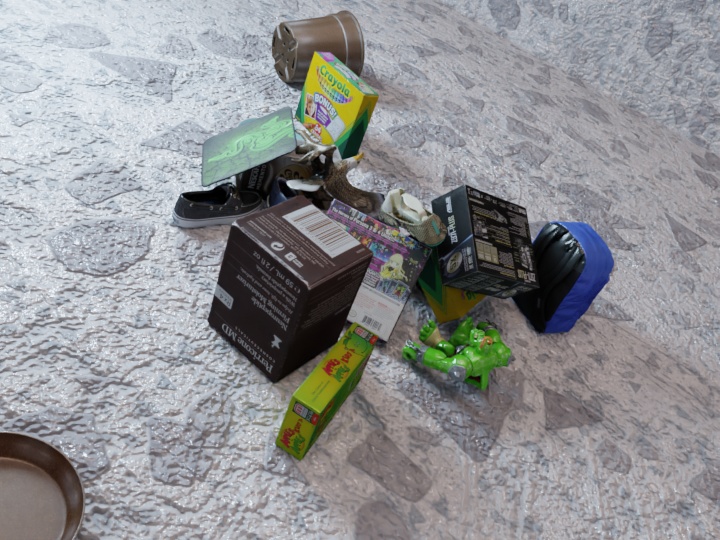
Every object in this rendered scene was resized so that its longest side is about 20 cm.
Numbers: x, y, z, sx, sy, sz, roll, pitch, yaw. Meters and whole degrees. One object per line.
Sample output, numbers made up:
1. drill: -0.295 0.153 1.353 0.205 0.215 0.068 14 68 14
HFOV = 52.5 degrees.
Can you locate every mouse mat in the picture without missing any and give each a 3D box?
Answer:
1. mouse mat: -0.217 -0.240 1.403 0.197 0.008 0.162 -20 43 6

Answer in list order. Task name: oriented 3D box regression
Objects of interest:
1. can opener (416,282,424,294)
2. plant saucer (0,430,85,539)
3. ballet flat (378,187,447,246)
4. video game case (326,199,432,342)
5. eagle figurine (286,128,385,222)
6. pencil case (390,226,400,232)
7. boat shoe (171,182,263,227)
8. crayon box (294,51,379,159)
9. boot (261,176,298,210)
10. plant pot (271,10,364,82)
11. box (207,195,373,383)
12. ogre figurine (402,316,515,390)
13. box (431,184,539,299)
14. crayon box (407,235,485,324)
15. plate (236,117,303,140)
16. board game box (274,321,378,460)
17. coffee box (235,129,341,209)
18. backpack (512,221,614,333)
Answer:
1. can opener: 0.115 -0.027 1.475 0.062 0.080 0.201 -13 28 16
2. plant saucer: -0.406 0.266 0.798 0.197 0.035 0.202 16 37 -12
3. ballet flat: 0.084 -0.106 1.300 0.067 0.076 0.200 -33 31 -13
4. video game case: 0.000 0.000 1.281 0.197 0.184 0.036 26 -9 5
5. eagle figurine: -0.043 -0.165 1.394 0.148 0.201 0.153 -15 44 14
6. pencil case: 0.009 -0.043 1.399 0.087 0.088 0.200 30 36 10
7. boat shoe: -0.261 -0.133 1.373 0.198 0.067 0.070 -12 48 -40
8. crayon box: -0.061 -0.390 1.733 0.058 0.174 0.200 -14 49 -41
9. boot: -0.136 -0.084 1.362 0.072 0.091 0.201 -1 42 -31
10. plant pot: -0.122 -0.589 1.956 0.195 0.202 0.201 -12 47 -30
11. box: -0.111 0.025 1.137 0.165 0.202 0.163 37 37 20
12. ogre figurine: 0.183 0.139 1.261 0.198 0.100 0.119 12 15 -42
13. box: 0.232 -0.048 1.352 0.198 0.085 0.167 11 65 -43
14. crayon box: 0.181 -0.018 1.406 0.199 0.058 0.175 -31 95 -49
15. plate: -0.188 -0.283 1.650 0.197 0.026 0.202 16 35 -11
16. board game box: -0.046 0.172 1.071 0.047 0.103 0.200 28 35 11
17. coffee box: -0.147 -0.203 1.492 0.196 0.114 0.080 6 38 -22
18. backpack: 0.412 -0.001 1.476 0.165 0.202 0.163 -5 42 -34
